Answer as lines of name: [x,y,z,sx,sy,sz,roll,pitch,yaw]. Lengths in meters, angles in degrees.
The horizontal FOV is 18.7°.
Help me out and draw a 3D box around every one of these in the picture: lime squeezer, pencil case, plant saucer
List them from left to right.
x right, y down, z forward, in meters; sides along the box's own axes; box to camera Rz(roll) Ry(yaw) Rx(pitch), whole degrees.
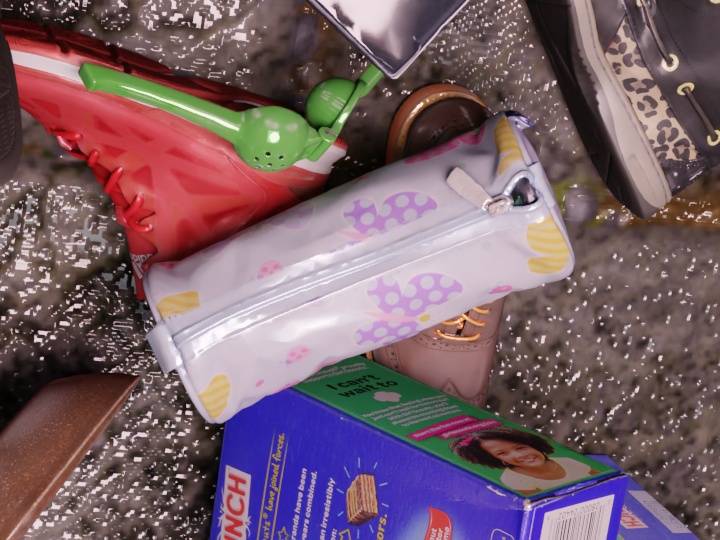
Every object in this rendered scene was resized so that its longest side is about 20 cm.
plant saucer: [-0.178,0.119,1.026,0.037,0.200,0.200,38,96,-1]
lime squeezer: [-0.033,-0.081,1.025,0.200,0.071,0.038,-18,146,-35]
pencil case: [0.000,0.000,1.014,0.200,0.091,0.083,-23,102,4]

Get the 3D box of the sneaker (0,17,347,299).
sneaker: [-0.113,-0.043,1.047,0.200,0.078,0.116,18,101,-16]

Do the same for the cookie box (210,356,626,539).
cookie box: [0.018,0.148,1.061,0.075,0.200,0.171,-8,112,-45]

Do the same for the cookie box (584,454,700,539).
cookie box: [0.115,0.217,1.132,0.075,0.171,0.200,3,105,-19]

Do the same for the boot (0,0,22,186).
boot: [-0.228,-0.100,0.989,0.150,0.200,0.073,-27,154,30]

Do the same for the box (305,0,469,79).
box: [0.007,-0.190,0.963,0.148,0.200,0.107,-46,112,4]

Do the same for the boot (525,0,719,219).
boot: [0.165,-0.143,1.085,0.154,0.073,0.204,-26,117,-6]

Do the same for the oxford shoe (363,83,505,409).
oxford shoe: [0.041,0.011,1.101,0.071,0.073,0.200,-5,108,-12]
